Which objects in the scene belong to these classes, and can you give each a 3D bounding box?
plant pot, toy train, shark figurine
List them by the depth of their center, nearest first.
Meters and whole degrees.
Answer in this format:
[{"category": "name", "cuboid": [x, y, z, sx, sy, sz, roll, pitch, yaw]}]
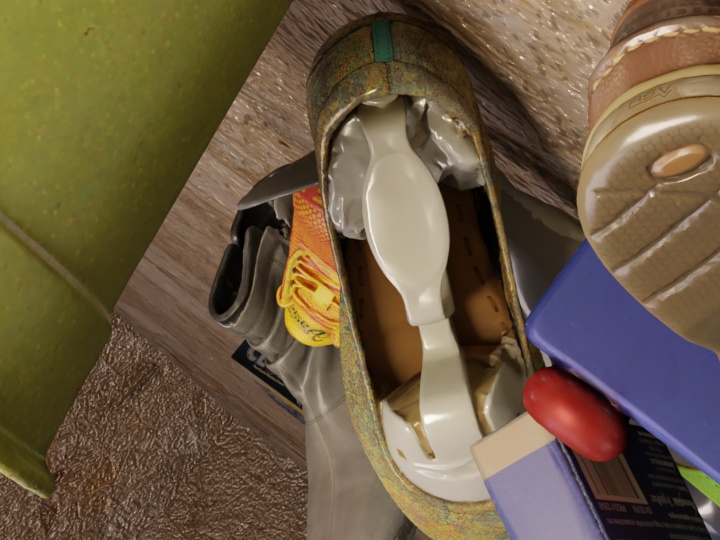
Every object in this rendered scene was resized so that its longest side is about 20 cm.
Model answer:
[{"category": "plant pot", "cuboid": [-0.100, -0.075, 0.576, 0.200, 0.190, 0.200, 39, 173, 6]}, {"category": "toy train", "cuboid": [0.147, 0.061, 0.650, 0.200, 0.085, 0.116, 37, -178, 13]}, {"category": "shark figurine", "cuboid": [0.062, 0.021, 0.777, 0.214, 0.090, 0.128, 38, 171, -8]}]

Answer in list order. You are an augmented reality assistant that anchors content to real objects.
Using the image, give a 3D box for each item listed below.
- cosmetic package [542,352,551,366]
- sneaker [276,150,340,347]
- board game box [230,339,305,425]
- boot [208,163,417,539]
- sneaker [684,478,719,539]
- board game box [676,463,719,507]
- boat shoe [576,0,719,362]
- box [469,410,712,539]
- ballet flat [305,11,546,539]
[{"category": "cosmetic package", "cuboid": [0.068, 0.071, 0.966, 0.101, 0.071, 0.200, 63, 174, 5]}, {"category": "sneaker", "cuboid": [0.000, 0.000, 0.921, 0.073, 0.077, 0.200, 36, 176, 11]}, {"category": "board game box", "cuboid": [-0.018, 0.142, 2.028, 0.200, 0.035, 0.135, 35, 171, 27]}, {"category": "boot", "cuboid": [-0.029, 0.052, 1.072, 0.068, 0.200, 0.131, -27, 129, 34]}, {"category": "sneaker", "cuboid": [0.138, 0.134, 1.070, 0.070, 0.082, 0.200, 39, 172, -2]}, {"category": "board game box", "cuboid": [0.193, 0.102, 0.843, 0.096, 0.030, 0.200, 39, 174, -8]}, {"category": "boat shoe", "cuboid": [0.117, 0.007, 0.524, 0.072, 0.068, 0.200, -20, 132, 26]}, {"category": "box", "cuboid": [0.108, 0.139, 0.675, 0.200, 0.032, 0.121, 63, -162, 19]}, {"category": "ballet flat", "cuboid": [0.024, 0.017, 0.706, 0.071, 0.071, 0.200, 26, 133, 60]}]
